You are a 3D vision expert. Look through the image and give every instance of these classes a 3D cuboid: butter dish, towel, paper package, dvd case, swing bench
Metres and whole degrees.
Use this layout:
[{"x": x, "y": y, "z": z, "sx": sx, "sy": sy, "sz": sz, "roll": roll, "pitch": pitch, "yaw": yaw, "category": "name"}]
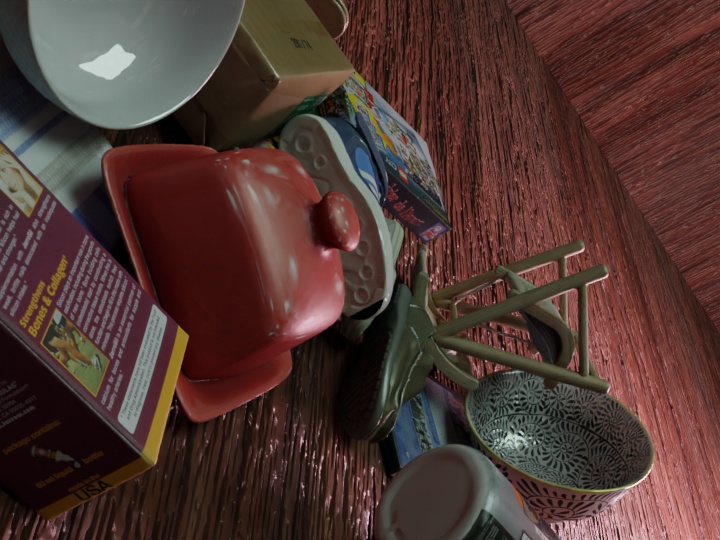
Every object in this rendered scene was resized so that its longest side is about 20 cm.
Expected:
[{"x": -0.069, "y": -0.015, "z": 0.837, "sx": 0.202, "sy": 0.146, "sz": 0.200, "roll": 70, "pitch": 20, "yaw": 1, "category": "butter dish"}, {"x": -0.225, "y": -0.094, "z": 0.776, "sx": 0.201, "sy": 0.024, "sz": 0.147, "roll": 55, "pitch": 23, "yaw": -17, "category": "towel"}, {"x": -0.121, "y": -0.213, "z": 1.026, "sx": 0.191, "sy": 0.103, "sz": 0.200, "roll": 54, "pitch": 21, "yaw": 1, "category": "paper package"}, {"x": 0.070, "y": 0.162, "z": 1.145, "sx": 0.200, "sy": 0.017, "sz": 0.144, "roll": 35, "pitch": 33, "yaw": -48, "category": "dvd case"}, {"x": 0.152, "y": 0.045, "z": 1.223, "sx": 0.199, "sy": 0.197, "sz": 0.132, "roll": -68, "pitch": 156, "yaw": -79, "category": "swing bench"}]

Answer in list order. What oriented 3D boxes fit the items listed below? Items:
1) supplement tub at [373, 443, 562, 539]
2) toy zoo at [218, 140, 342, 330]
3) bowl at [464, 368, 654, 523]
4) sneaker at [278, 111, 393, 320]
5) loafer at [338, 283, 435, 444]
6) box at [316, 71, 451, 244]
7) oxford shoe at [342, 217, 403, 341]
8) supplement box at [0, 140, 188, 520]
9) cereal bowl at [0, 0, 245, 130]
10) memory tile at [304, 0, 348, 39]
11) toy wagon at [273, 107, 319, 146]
[{"x": 0.110, "y": 0.251, "z": 0.982, "sx": 0.200, "sy": 0.122, "sz": 0.123, "roll": 49, "pitch": 24, "yaw": -31, "category": "supplement tub"}, {"x": -0.079, "y": -0.054, "z": 1.063, "sx": 0.131, "sy": 0.020, "sz": 0.202, "roll": 34, "pitch": 34, "yaw": -49, "category": "toy zoo"}, {"x": 0.193, "y": 0.197, "z": 1.184, "sx": 0.198, "sy": 0.095, "sz": 0.201, "roll": 10, "pitch": 28, "yaw": -5, "category": "bowl"}, {"x": 0.002, "y": -0.050, "z": 1.073, "sx": 0.146, "sy": 0.080, "sz": 0.202, "roll": 7, "pitch": 59, "yaw": -66, "category": "sneaker"}, {"x": 0.036, "y": 0.088, "z": 1.047, "sx": 0.069, "sy": 0.075, "sz": 0.201, "roll": 38, "pitch": 35, "yaw": -12, "category": "loafer"}, {"x": 0.022, "y": -0.133, "z": 1.264, "sx": 0.200, "sy": 0.037, "sz": 0.138, "roll": 38, "pitch": 31, "yaw": -46, "category": "box"}, {"x": 0.000, "y": 0.000, "z": 1.122, "sx": 0.057, "sy": 0.075, "sz": 0.201, "roll": 35, "pitch": 29, "yaw": -13, "category": "oxford shoe"}, {"x": -0.193, "y": 0.022, "z": 0.616, "sx": 0.200, "sy": 0.085, "sz": 0.111, "roll": 50, "pitch": 24, "yaw": -27, "category": "supplement box"}, {"x": -0.172, "y": -0.204, "z": 0.790, "sx": 0.083, "sy": 0.202, "sz": 0.200, "roll": 27, "pitch": 3, "yaw": 31, "category": "cereal bowl"}, {"x": -0.108, "y": -0.302, "z": 1.140, "sx": 0.201, "sy": 0.152, "sz": 0.017, "roll": 55, "pitch": 49, "yaw": -19, "category": "memory tile"}, {"x": -0.037, "y": -0.146, "z": 1.252, "sx": 0.156, "sy": 0.039, "sz": 0.200, "roll": 62, "pitch": 21, "yaw": 3, "category": "toy wagon"}]
